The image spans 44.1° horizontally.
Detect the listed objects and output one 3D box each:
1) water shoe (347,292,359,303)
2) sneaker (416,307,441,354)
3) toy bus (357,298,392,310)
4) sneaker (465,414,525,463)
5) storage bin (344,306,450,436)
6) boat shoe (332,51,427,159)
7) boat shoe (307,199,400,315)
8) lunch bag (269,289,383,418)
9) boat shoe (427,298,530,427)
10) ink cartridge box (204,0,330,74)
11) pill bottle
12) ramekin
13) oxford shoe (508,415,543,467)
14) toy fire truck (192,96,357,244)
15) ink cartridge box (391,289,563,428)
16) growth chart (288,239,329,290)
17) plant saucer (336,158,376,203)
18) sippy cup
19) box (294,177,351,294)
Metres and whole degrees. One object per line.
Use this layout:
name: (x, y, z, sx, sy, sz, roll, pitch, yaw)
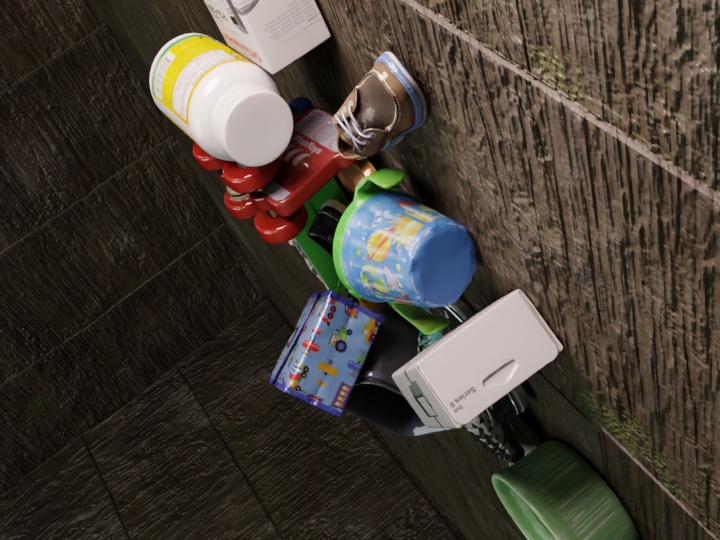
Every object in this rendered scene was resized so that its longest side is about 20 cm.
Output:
water shoe: (-0.037, -0.037, 1.498, 0.201, 0.079, 0.071, 55, 170, -4)
sneaker: (0.113, 0.109, 1.276, 0.201, 0.079, 0.077, 57, 170, -13)
toy bus: (0.040, 0.041, 1.393, 0.065, 0.078, 0.201, 44, 166, 43)
sneaker: (0.171, 0.179, 1.230, 0.200, 0.091, 0.066, 45, 164, -9)
storage bin: (0.047, 0.152, 1.344, 0.199, 0.136, 0.145, 31, 145, -34)
boat shoe: (0.014, -0.150, 0.895, 0.073, 0.072, 0.200, 53, 170, 5)
boat shoe: (0.001, 0.000, 1.198, 0.200, 0.066, 0.074, 53, 154, -22)
lunch bag: (-0.065, 0.111, 1.292, 0.093, 0.152, 0.200, 27, 172, -18)
boat shoe: (0.139, 0.112, 1.168, 0.201, 0.071, 0.072, 54, 166, 15)
ink cartridge box: (-0.130, -0.328, 0.951, 0.147, 0.083, 0.201, 41, 164, 52)
pill bottle: (-0.158, -0.193, 1.018, 0.200, 0.112, 0.113, 40, 163, 48)
ramekin: (0.274, 0.323, 1.176, 0.201, 0.097, 0.200, 52, 170, 13)
oxford shoe: (0.246, 0.286, 1.307, 0.075, 0.057, 0.201, 47, 166, 55)
toy fire truck: (-0.100, -0.142, 1.106, 0.200, 0.168, 0.113, 35, 161, 46)
ink cartridge box: (0.126, 0.105, 1.013, 0.084, 0.145, 0.200, 54, 170, 5)
growth chart: (-0.081, -0.018, 1.414, 0.201, 0.018, 0.145, 56, 180, -41)
plant saucer: (0.015, -0.087, 1.165, 0.201, 0.032, 0.200, 56, 176, 6)
sippy cup: (0.057, -0.019, 1.007, 0.177, 0.141, 0.130, 31, 173, -35)
box: (-0.067, -0.099, 1.293, 0.201, 0.096, 0.177, 57, -179, -32)
